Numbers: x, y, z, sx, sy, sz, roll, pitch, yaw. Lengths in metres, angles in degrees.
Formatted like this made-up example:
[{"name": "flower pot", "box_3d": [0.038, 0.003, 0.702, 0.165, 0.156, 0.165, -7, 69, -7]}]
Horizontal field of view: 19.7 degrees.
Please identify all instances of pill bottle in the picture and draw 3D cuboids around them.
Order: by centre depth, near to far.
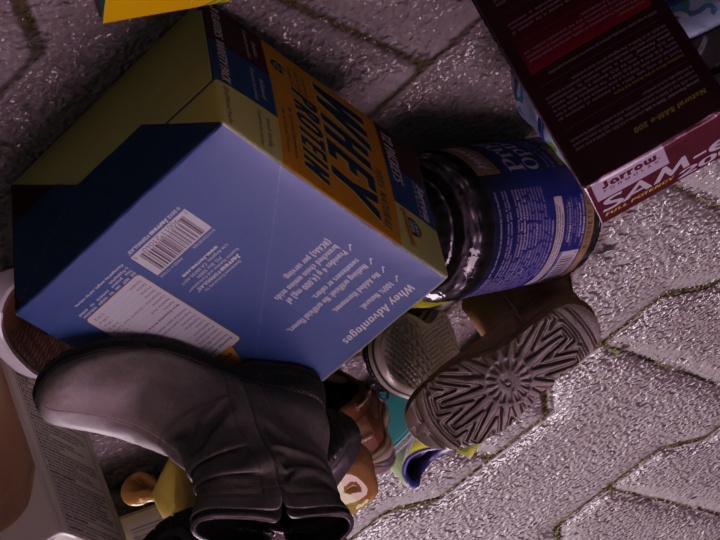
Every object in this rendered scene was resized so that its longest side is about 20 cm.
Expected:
[{"name": "pill bottle", "box_3d": [0.078, -0.036, 1.529, 0.200, 0.112, 0.112, -10, 148, -46]}]

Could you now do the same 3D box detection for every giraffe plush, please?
[{"name": "giraffe plush", "box_3d": [-0.098, 0.170, 1.565, 0.172, 0.162, 0.200, 29, 101, -23]}]

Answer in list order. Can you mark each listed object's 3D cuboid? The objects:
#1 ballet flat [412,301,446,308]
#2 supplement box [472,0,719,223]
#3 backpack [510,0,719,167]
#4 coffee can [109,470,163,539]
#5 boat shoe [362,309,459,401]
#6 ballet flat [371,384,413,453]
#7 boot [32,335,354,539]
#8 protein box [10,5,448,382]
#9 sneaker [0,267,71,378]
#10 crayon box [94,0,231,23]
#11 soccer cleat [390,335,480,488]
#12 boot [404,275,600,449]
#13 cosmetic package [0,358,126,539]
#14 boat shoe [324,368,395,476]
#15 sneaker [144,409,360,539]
[{"name": "ballet flat", "box_3d": [0.000, 0.000, 1.610, 0.067, 0.067, 0.200, -19, 160, 34]}, {"name": "supplement box", "box_3d": [0.154, -0.143, 1.359, 0.109, 0.200, 0.061, -29, 150, 5]}, {"name": "backpack", "box_3d": [0.204, -0.147, 1.474, 0.200, 0.154, 0.163, -38, 159, -25]}, {"name": "coffee can", "box_3d": [-0.223, 0.266, 1.759, 0.199, 0.147, 0.147, -19, 149, -13]}, {"name": "boat shoe", "box_3d": [0.031, 0.070, 1.683, 0.062, 0.075, 0.200, -16, -179, 14]}, {"name": "ballet flat", "box_3d": [-0.031, 0.160, 1.842, 0.199, 0.074, 0.074, -28, 150, 6]}, {"name": "boot", "box_3d": [-0.104, 0.113, 1.300, 0.199, 0.131, 0.068, 6, 131, -15]}, {"name": "protein box", "box_3d": [-0.089, -0.027, 1.358, 0.198, 0.135, 0.200, -40, 127, 23]}, {"name": "sneaker", "box_3d": [-0.230, 0.033, 1.432, 0.073, 0.084, 0.200, -68, 163, -5]}, {"name": "crayon box", "box_3d": [-0.066, -0.239, 1.180, 0.172, 0.058, 0.200, -14, 148, -21]}, {"name": "soccer cleat", "box_3d": [0.102, 0.120, 1.849, 0.200, 0.084, 0.065, -38, 148, 19]}, {"name": "boot", "box_3d": [0.105, 0.054, 1.645, 0.175, 0.200, 0.066, -30, 106, 3]}, {"name": "cosmetic package", "box_3d": [-0.243, 0.130, 1.477, 0.071, 0.200, 0.105, -32, 149, 12]}, {"name": "boat shoe", "box_3d": [-0.018, 0.110, 1.682, 0.076, 0.200, 0.072, -27, 106, -5]}, {"name": "sneaker", "box_3d": [-0.069, 0.173, 1.439, 0.200, 0.076, 0.091, -43, 135, 16]}]
